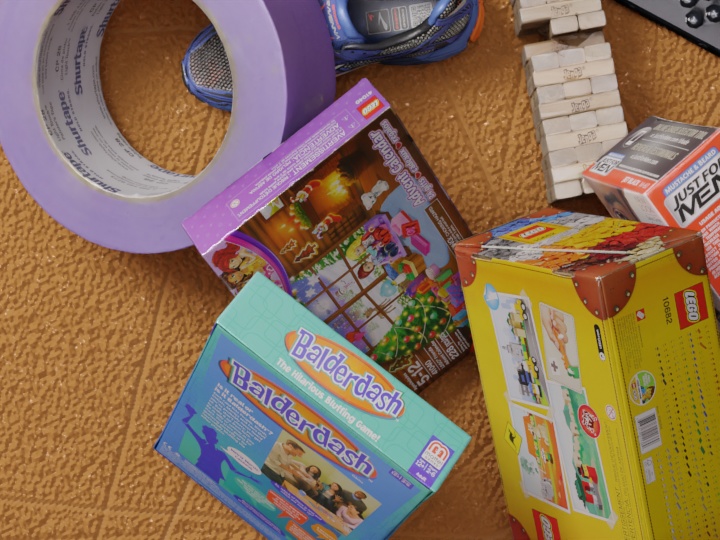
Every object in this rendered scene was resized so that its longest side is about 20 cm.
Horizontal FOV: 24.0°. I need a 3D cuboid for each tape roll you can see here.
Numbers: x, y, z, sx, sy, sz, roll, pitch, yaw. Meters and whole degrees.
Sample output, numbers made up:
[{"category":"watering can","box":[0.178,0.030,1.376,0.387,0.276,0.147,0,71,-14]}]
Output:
[{"category":"tape roll","box":[-0.121,-0.116,1.030,0.198,0.085,0.203,4,103,18]}]

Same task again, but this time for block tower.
[{"category":"block tower","box":[0.129,-0.147,1.081,0.053,0.058,0.202,-10,88,0]}]

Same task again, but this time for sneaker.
[{"category":"sneaker","box":[-0.021,-0.155,1.068,0.198,0.078,0.076,-18,85,5]}]

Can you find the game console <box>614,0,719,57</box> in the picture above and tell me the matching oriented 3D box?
[{"category":"game console","box":[0.267,-0.237,1.053,0.171,0.119,0.201,28,87,2]}]

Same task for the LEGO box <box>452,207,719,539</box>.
[{"category":"LEGO box","box":[0.140,0.076,0.987,0.077,0.149,0.202,-20,106,-26]}]

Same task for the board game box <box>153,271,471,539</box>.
[{"category":"board game box","box":[-0.035,0.102,0.998,0.152,0.200,0.045,38,60,2]}]

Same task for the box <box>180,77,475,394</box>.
[{"category":"box","box":[0.000,0.000,1.017,0.136,0.200,0.039,-38,42,-1]}]

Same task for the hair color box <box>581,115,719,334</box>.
[{"category":"hair color box","box":[0.227,0.006,1.017,0.064,0.111,0.201,-38,104,-3]}]
